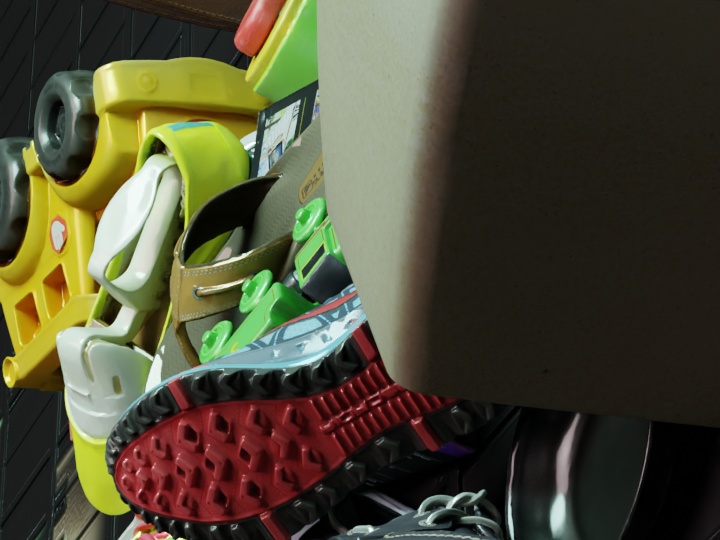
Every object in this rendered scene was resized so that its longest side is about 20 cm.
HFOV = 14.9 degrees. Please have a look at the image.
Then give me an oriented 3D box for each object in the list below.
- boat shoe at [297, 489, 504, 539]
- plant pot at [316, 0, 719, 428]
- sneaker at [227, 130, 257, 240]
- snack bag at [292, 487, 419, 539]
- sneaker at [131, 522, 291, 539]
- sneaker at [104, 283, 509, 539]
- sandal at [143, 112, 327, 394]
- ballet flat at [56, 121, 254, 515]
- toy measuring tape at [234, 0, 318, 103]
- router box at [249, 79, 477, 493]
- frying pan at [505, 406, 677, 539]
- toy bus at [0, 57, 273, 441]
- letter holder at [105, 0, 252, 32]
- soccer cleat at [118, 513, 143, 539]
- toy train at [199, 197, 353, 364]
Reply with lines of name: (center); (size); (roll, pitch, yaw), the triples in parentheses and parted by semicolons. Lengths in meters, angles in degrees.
boat shoe: (0.021, 0.108, 1.061); (0.063, 0.073, 0.200); (-67, 15, -16)
plant pot: (0.082, -0.059, 0.956); (0.200, 0.200, 0.177); (-111, 32, -57)
sneaker: (-0.042, 0.030, 1.366); (0.082, 0.077, 0.200); (9, 88, 48)
snack bag: (-0.045, 0.173, 1.230); (0.200, 0.021, 0.189); (-51, 19, -7)
sneaker: (-0.098, 0.150, 1.182); (0.078, 0.090, 0.200); (-15, 47, 55)
sneaker: (-0.007, 0.051, 1.125); (0.200, 0.079, 0.096); (-22, 9, 17)
sandal: (-0.050, -0.009, 1.235); (0.200, 0.054, 0.080); (-56, 34, 23)
ballet flat: (-0.111, 0.020, 1.336); (0.067, 0.067, 0.200); (23, 96, 37)
toy measuring tape: (-0.016, -0.122, 1.318); (0.200, 0.073, 0.074); (136, 146, -67)
router box: (0.000, 0.000, 1.257); (0.149, 0.051, 0.200); (-24, 52, 51)
frying pan: (0.090, 0.097, 1.012); (0.190, 0.031, 0.115); (-98, 29, -43)
toy bus: (-0.120, 0.002, 1.495); (0.200, 0.136, 0.192); (-40, 52, 51)
letter holder: (-0.110, -0.183, 1.486); (0.142, 0.200, 0.101); (-61, 24, 29)
soccer cleat: (-0.136, 0.195, 1.333); (0.200, 0.078, 0.069); (-43, 52, -9)
toy train: (-0.003, -0.014, 1.171); (0.200, 0.042, 0.056); (-52, 21, 18)
